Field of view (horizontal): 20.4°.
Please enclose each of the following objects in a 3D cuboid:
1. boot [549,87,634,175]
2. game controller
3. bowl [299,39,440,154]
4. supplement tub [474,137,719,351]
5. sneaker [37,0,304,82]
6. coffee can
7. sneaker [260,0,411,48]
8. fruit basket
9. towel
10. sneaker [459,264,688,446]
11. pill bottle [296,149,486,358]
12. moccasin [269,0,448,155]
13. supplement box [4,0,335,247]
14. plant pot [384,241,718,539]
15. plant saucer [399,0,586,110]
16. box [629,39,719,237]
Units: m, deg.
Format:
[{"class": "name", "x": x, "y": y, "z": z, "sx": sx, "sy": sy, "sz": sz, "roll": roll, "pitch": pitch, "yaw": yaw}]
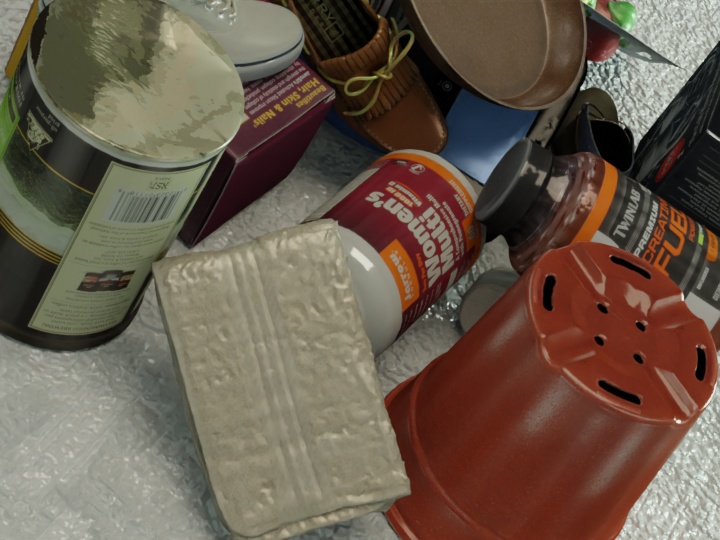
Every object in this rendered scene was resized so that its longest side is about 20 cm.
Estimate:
[{"class": "boot", "x": 0.197, "y": -0.102, "z": 1.616, "sx": 0.074, "sy": 0.097, "sz": 0.201, "roll": 26, "pitch": 44, "yaw": -9}, {"class": "game controller", "x": 0.101, "y": -0.119, "z": 1.570, "sx": 0.104, "sy": 0.042, "sz": 0.201, "roll": 35, "pitch": 67, "yaw": -12}, {"class": "bowl", "x": 0.046, "y": -0.173, "z": 1.649, "sx": 0.199, "sy": 0.040, "sz": 0.202, "roll": 9, "pitch": 47, "yaw": -10}, {"class": "supplement tub", "x": 0.183, "y": -0.015, "z": 1.468, "sx": 0.199, "sy": 0.107, "sz": 0.107, "roll": 32, "pitch": 42, "yaw": -13}, {"class": "sneaker", "x": -0.124, "y": -0.181, "z": 1.404, "sx": 0.198, "sy": 0.071, "sz": 0.073, "roll": 2, "pitch": 53, "yaw": -28}, {"class": "coffee can", "x": -0.179, "y": -0.065, "z": 1.323, "sx": 0.145, "sy": 0.200, "sz": 0.147, "roll": 17, "pitch": 45, "yaw": -18}, {"class": "sneaker", "x": -0.009, "y": -0.192, "z": 1.570, "sx": 0.198, "sy": 0.088, "sz": 0.074, "roll": -18, "pitch": 19, "yaw": -6}, {"class": "fruit basket", "x": 0.182, "y": -0.239, "z": 1.742, "sx": 0.199, "sy": 0.094, "sz": 0.185, "roll": 26, "pitch": 5, "yaw": -11}, {"class": "towel", "x": -0.052, "y": 0.075, "z": 1.319, "sx": 0.131, "sy": 0.034, "sz": 0.202, "roll": -15, "pitch": 89, "yaw": -11}, {"class": "sneaker", "x": 0.174, "y": 0.059, "z": 1.535, "sx": 0.199, "sy": 0.075, "sz": 0.089, "roll": 37, "pitch": 31, "yaw": 4}, {"class": "pill bottle", "x": 0.000, "y": 0.000, "z": 1.444, "sx": 0.109, "sy": 0.110, "sz": 0.200, "roll": 41, "pitch": 43, "yaw": 7}, {"class": "moccasin", "x": -0.001, "y": -0.165, "z": 1.492, "sx": 0.073, "sy": 0.078, "sz": 0.202, "roll": -33, "pitch": 102, "yaw": -5}, {"class": "supplement box", "x": -0.141, "y": -0.139, "z": 1.484, "sx": 0.200, "sy": 0.103, "sz": 0.131, "roll": 43, "pitch": 44, "yaw": 9}, {"class": "plant pot", "x": 0.134, "y": 0.095, "z": 1.380, "sx": 0.199, "sy": 0.196, "sz": 0.202, "roll": 17, "pitch": 45, "yaw": -18}, {"class": "plant saucer", "x": 0.093, "y": -0.211, "z": 1.531, "sx": 0.199, "sy": 0.034, "sz": 0.202, "roll": 20, "pitch": 59, "yaw": -37}, {"class": "box", "x": 0.287, "y": -0.080, "z": 1.591, "sx": 0.104, "sy": 0.182, "sz": 0.200, "roll": 31, "pitch": 42, "yaw": -3}]
